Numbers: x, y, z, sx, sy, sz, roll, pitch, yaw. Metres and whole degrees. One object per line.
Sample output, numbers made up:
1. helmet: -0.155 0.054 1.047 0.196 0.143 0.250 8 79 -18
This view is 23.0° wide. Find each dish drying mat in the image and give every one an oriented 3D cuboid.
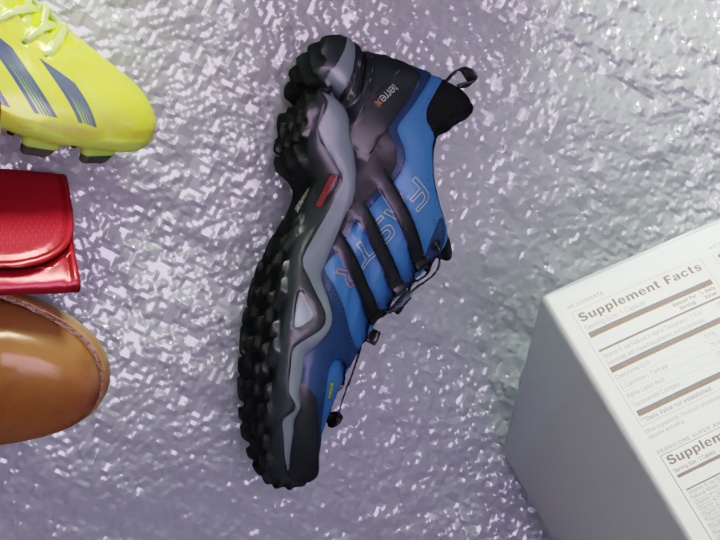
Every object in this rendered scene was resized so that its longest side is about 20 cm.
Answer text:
1. dish drying mat: -0.216 -0.018 0.721 0.198 0.077 0.018 0 130 -16

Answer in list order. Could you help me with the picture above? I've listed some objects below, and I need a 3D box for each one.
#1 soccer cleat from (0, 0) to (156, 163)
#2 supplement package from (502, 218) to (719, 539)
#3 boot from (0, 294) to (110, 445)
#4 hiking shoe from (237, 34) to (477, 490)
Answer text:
1. soccer cleat: -0.168 -0.112 0.728 0.199 0.065 0.084 27 101 -13
2. supplement package: 0.178 0.098 0.754 0.150 0.152 0.201 -22 63 -15
3. boot: -0.192 0.056 0.677 0.198 0.155 0.077 14 107 -16
4. hiking shoe: 0.000 0.000 0.780 0.086 0.074 0.202 11 89 -16
